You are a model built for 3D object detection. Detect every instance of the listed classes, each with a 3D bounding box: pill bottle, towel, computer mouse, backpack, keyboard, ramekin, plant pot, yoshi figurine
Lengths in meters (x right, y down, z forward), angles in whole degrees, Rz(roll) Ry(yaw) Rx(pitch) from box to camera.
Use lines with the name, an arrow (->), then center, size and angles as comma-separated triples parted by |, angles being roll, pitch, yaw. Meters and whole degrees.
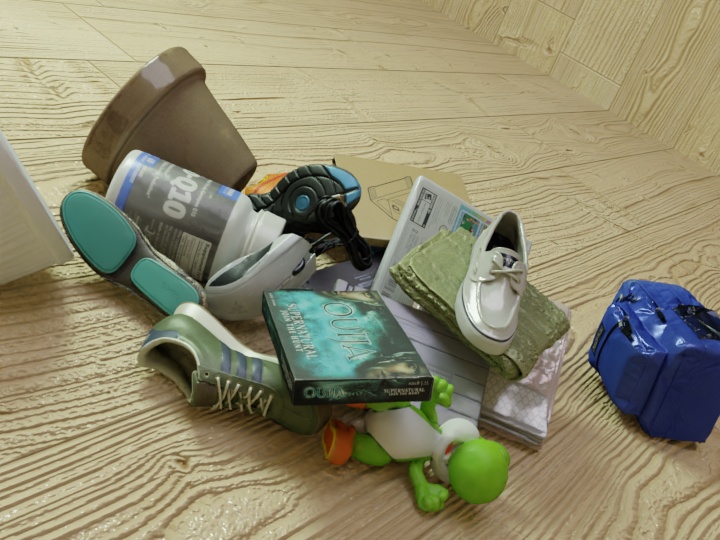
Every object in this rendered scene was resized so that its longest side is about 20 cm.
pill bottle -> -0.194, -0.052, 1.029 | 0.196, 0.115, 0.114 | 22, 26, -5
towel -> 0.138, 0.032, 1.013 | 0.199, 0.037, 0.148 | 39, 42, 18
computer mouse -> -0.082, 0.002, 0.979 | 0.198, 0.111, 0.044 | -32, 44, -6
backpack -> 0.401, 0.103, 1.196 | 0.164, 0.165, 0.201 | 13, 29, -13
keyboard -> 0.000, 0.000, 1.119 | 0.196, 0.021, 0.129 | -15, 63, -27
ramekin -> -0.371, -0.079, 0.853 | 0.093, 0.205, 0.203 | -31, 50, -14
plant pot -> -0.231, -0.155, 1.136 | 0.174, 0.201, 0.200 | 41, 27, -2
yoshi figurine -> 0.067, 0.173, 0.863 | 0.196, 0.113, 0.113 | 20, 42, -13
towel -> 0.149, 0.090, 1.046 | 0.196, 0.032, 0.194 | 22, 59, -5

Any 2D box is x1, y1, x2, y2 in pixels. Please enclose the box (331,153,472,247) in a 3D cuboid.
box -> 0.064, -0.087, 1.187 | 0.195, 0.022, 0.166 | 7, 43, -19

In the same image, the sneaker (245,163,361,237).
sneaker -> -0.081, -0.078, 1.111 | 0.082, 0.196, 0.075 | 29, 53, -58

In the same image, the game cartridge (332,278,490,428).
game cartridge -> 0.045, 0.102, 0.973 | 0.196, 0.039, 0.132 | 21, 63, -4

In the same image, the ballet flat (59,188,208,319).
ballet flat -> -0.245, -0.005, 0.955 | 0.199, 0.068, 0.075 | 40, -12, 5

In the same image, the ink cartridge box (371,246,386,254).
ink cartridge box -> 0.111, 0.000, 1.207 | 0.197, 0.067, 0.117 | 28, 49, 6

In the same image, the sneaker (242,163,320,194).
sneaker -> -0.106, -0.124, 1.290 | 0.076, 0.075, 0.199 | 22, 21, 19

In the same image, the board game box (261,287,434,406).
board game box -> -0.019, 0.070, 0.869 | 0.132, 0.029, 0.200 | 0, 22, -16

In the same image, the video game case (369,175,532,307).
video game case -> 0.114, 0.008, 1.116 | 0.180, 0.024, 0.203 | 29, 67, -12

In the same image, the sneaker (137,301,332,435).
sneaker -> -0.130, 0.112, 0.849 | 0.198, 0.068, 0.090 | 32, 35, 15

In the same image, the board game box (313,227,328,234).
board game box -> 0.011, -0.081, 1.272 | 0.196, 0.105, 0.024 | 6, 57, -34

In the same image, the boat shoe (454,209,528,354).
boat shoe -> 0.154, 0.006, 0.968 | 0.071, 0.066, 0.201 | 24, 39, 0
